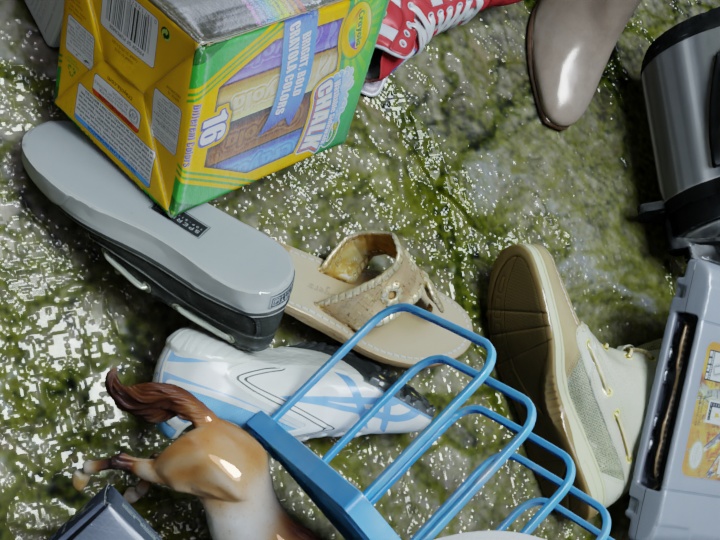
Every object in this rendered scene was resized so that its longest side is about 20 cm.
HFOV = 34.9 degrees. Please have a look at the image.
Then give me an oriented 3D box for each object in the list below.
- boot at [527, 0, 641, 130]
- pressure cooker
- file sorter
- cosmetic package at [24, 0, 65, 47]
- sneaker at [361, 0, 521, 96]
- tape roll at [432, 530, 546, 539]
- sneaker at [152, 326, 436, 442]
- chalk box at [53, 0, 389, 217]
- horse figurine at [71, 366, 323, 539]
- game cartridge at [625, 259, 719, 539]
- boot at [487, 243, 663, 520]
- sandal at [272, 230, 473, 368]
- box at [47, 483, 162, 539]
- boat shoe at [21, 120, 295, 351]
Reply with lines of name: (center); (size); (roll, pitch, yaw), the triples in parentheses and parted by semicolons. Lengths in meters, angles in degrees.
boot: (0.202, -0.224, 0.891); (0.069, 0.146, 0.203); (17, 69, -24)
pressure cooker: (0.321, -0.094, 0.901); (0.177, 0.175, 0.203); (1, 77, -30)
file sorter: (0.056, 0.136, 0.675); (0.123, 0.138, 0.201); (-44, 117, -13)
cosmetic package: (-0.197, -0.259, 0.737); (0.101, 0.074, 0.202); (-26, 87, -30)
sneaker: (0.051, -0.187, 0.846); (0.197, 0.071, 0.114); (-1, 73, -20)
tape roll: (0.054, 0.233, 0.599); (0.200, 0.037, 0.206); (-6, 112, -15)
sneaker: (-0.042, 0.085, 0.734); (0.198, 0.072, 0.073); (12, 102, -30)
chalk box: (-0.071, -0.144, 0.711); (0.124, 0.125, 0.199); (41, 45, 23)
horse figurine: (-0.080, 0.140, 0.653); (0.202, 0.132, 0.050); (61, 27, -8)
game cartridge: (0.264, 0.103, 0.833); (0.132, 0.041, 0.203); (13, 89, -30)
boot: (0.183, 0.064, 0.846); (0.153, 0.072, 0.203); (-17, 92, -29)
sandal: (0.000, 0.005, 0.756); (0.209, 0.070, 0.078); (16, 46, -22)
box: (-0.128, 0.243, 0.617); (0.157, 0.051, 0.200); (-42, 99, -7)
boat shoe: (-0.130, -0.019, 0.696); (0.199, 0.064, 0.071); (34, 42, 16)
